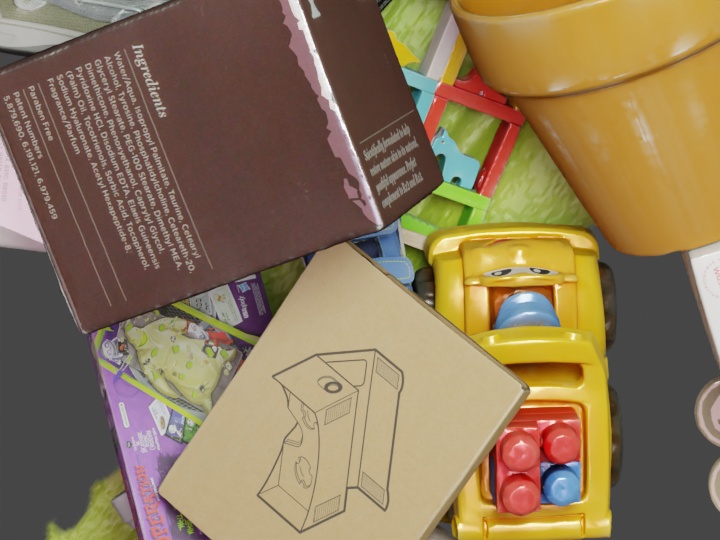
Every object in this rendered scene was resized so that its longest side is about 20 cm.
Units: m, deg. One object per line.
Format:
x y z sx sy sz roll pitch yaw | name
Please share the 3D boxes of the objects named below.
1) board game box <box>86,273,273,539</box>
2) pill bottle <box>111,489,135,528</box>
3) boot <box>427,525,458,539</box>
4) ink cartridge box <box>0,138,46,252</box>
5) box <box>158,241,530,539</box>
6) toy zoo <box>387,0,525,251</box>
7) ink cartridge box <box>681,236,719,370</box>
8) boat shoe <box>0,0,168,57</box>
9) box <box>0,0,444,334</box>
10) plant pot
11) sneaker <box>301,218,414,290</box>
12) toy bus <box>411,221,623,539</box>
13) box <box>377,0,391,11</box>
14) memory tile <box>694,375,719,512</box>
-0.103 0.088 1.734 0.120 0.032 0.200 -9 67 -17 | board game box
-0.078 0.213 1.766 0.104 0.104 0.200 -33 91 6 | pill bottle
0.068 0.245 1.712 0.064 0.200 0.186 -38 93 -21 | boot
-0.276 -0.067 1.726 0.200 0.146 0.084 7 96 3 | ink cartridge box
-0.013 0.103 1.638 0.163 0.021 0.200 39 102 23 | box
0.046 -0.117 1.743 0.131 0.020 0.200 19 98 -20 | toy zoo
0.245 0.021 1.672 0.068 0.200 0.115 -18 102 5 | ink cartridge box
-0.155 -0.165 1.732 0.202 0.074 0.065 6 90 24 | boat shoe
-0.084 -0.081 1.594 0.200 0.166 0.164 -19 96 18 | box
0.179 -0.118 1.642 0.200 0.200 0.183 -21 111 5 | plant pot
0.000 0.000 1.701 0.074 0.082 0.200 -14 96 -9 | sneaker
0.102 0.078 1.691 0.135 0.192 0.200 -1 97 -1 | toy bus
0.006 -0.234 1.704 0.200 0.035 0.110 -48 57 -2 | box
0.327 0.128 1.778 0.200 0.017 0.154 -11 96 4 | memory tile
